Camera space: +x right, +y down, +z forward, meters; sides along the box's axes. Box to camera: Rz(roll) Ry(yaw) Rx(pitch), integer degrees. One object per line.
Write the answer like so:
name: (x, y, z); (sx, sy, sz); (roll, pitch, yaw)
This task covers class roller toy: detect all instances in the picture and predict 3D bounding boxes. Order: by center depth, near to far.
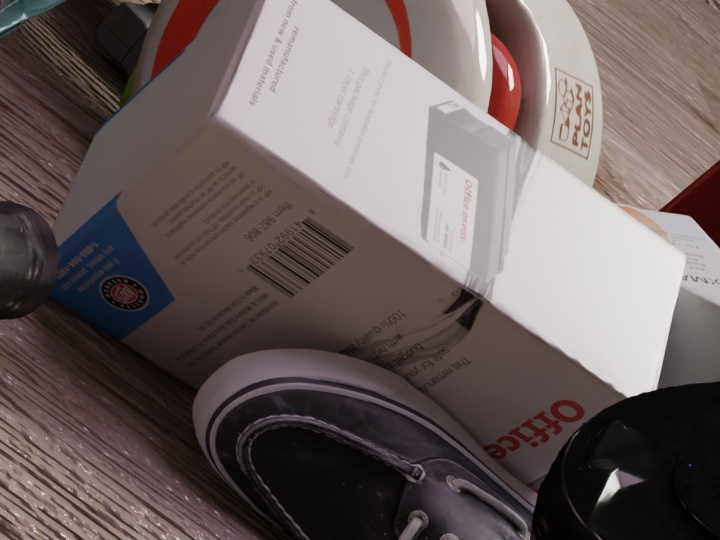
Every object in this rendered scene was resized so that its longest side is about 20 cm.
roller toy: (0.007, -0.063, 1.217); (0.139, 0.183, 0.200); (18, 27, -53)

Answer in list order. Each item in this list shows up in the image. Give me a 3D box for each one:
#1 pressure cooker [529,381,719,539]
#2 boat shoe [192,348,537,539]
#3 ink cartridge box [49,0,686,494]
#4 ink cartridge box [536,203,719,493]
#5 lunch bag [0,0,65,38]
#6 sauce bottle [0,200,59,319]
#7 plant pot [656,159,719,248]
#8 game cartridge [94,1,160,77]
pressure cooker: (0.128, 0.155, 0.896); (0.177, 0.201, 0.176); (6, 24, 2)
boat shoe: (0.024, 0.101, 1.030); (0.200, 0.072, 0.068); (37, 20, -23)
ink cartridge box: (0.000, 0.000, 1.060); (0.199, 0.144, 0.085); (34, 51, -17)
ink cartridge box: (0.118, 0.084, 1.088); (0.050, 0.163, 0.200); (9, 19, -13)
lunch bag: (-0.210, -0.167, 1.110); (0.170, 0.122, 0.200); (43, 21, 14)
sauce bottle: (-0.165, -0.008, 0.886); (0.065, 0.065, 0.200); (47, 15, 22)
plant pot: (0.204, 0.082, 1.304); (0.176, 0.200, 0.200); (44, 12, -29)
game cartridge: (-0.046, -0.079, 1.424); (0.130, 0.038, 0.200); (41, 15, 18)
